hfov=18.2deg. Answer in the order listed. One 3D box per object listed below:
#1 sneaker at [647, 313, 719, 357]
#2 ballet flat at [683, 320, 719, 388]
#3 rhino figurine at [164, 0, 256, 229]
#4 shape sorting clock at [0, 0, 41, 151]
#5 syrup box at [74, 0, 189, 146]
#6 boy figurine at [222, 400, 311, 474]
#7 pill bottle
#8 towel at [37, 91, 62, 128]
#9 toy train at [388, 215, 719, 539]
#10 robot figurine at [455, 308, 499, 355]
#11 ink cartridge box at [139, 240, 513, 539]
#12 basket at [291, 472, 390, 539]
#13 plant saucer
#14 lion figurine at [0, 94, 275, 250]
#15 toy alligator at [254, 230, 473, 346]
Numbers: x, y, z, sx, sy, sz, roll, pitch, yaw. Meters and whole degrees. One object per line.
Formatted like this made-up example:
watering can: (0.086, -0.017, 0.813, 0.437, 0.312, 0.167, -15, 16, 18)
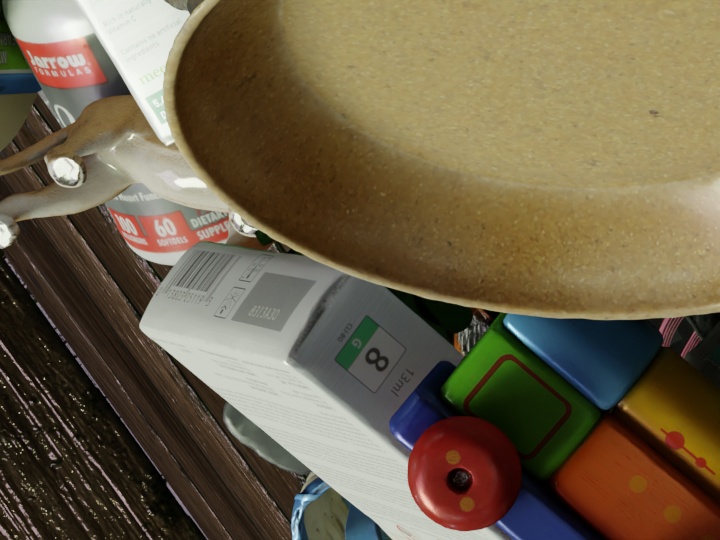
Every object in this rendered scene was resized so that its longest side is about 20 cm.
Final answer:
sneaker: (0.094, 0.038, 0.799, 0.200, 0.095, 0.079, 62, 168, -23)
ballet flat: (0.156, 0.092, 0.769, 0.067, 0.064, 0.200, 31, 154, 54)
rhino figurine: (-0.032, -0.089, 0.801, 0.200, 0.060, 0.088, 55, 139, 48)
shape sorting clock: (-0.191, -0.151, 1.075, 0.200, 0.039, 0.201, -3, -90, -74)
syrup box: (-0.094, -0.164, 0.942, 0.200, 0.079, 0.081, 58, -156, -15)
boy figurine: (-0.014, 0.038, 1.173, 0.064, 0.125, 0.200, 29, -164, 0)
pill bottle: (-0.101, -0.112, 1.079, 0.116, 0.116, 0.200, 35, 155, 57)
towel: (-0.145, -0.135, 1.255, 0.200, 0.085, 0.166, 56, 167, -1)
toy train: (0.117, 0.071, 0.676, 0.200, 0.116, 0.085, 40, -164, 3)
robot figurine: (0.046, -0.013, 0.922, 0.145, 0.058, 0.200, 35, 156, 57)
ink cartridge box: (0.024, 0.069, 0.833, 0.200, 0.050, 0.161, 39, 168, -20)
basket: (0.045, 0.151, 1.115, 0.177, 0.139, 0.200, 60, -163, -22)
plant saucer: (0.052, -0.046, 0.562, 0.200, 0.199, 0.036, 81, -166, -63)
lion figurine: (-0.074, -0.047, 1.001, 0.199, 0.123, 0.073, 19, 126, 10)
toy alligator: (0.000, 0.000, 0.867, 0.200, 0.054, 0.059, 57, 167, -5)
